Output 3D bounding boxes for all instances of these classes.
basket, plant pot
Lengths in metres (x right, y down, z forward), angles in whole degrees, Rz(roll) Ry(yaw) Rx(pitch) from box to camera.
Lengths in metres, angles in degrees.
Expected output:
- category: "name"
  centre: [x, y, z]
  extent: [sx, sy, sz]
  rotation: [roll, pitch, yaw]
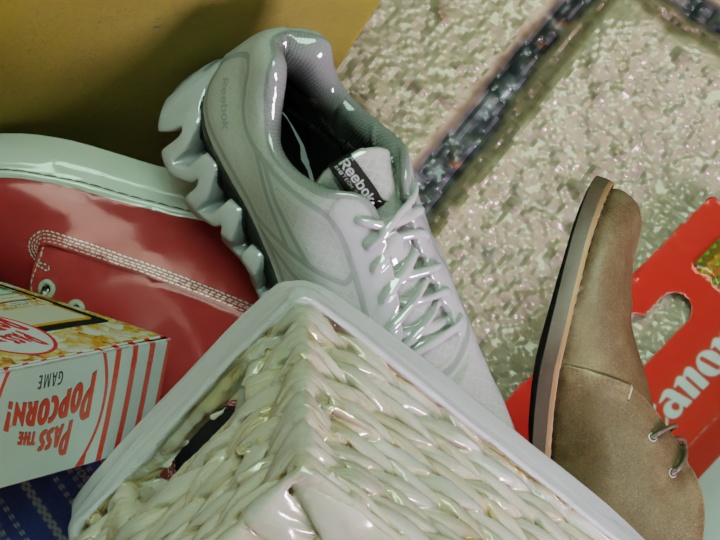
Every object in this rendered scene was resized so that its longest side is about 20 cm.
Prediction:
- category: "basket"
  centre: [0.008, 0.125, 0.833]
  extent: [0.200, 0.136, 0.124]
  rotation: [39, 20, -16]
- category: "plant pot"
  centre: [-0.093, -0.149, 0.988]
  extent: [0.176, 0.200, 0.201]
  rotation: [8, 62, -19]

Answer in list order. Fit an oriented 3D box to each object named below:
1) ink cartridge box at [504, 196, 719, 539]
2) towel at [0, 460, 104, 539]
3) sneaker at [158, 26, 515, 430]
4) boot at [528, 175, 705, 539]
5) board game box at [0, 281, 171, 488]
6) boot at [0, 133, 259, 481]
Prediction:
- category: "ink cartridge box"
  centre: [0.178, 0.071, 0.990]
  extent: [0.200, 0.050, 0.162]
  rotation: [43, 65, 9]
- category: "towel"
  centre: [-0.054, 0.096, 0.957]
  extent: [0.200, 0.024, 0.145]
  rotation: [-31, 71, -21]
- category: "sneaker"
  centre: [0.000, 0.000, 0.907]
  extent: [0.075, 0.081, 0.200]
  rotation: [-31, 87, -38]
- category: "boot"
  centre: [0.099, 0.065, 0.942]
  extent: [0.075, 0.074, 0.201]
  rotation: [6, 86, 9]
- category: "board game box"
  centre: [-0.192, 0.024, 0.870]
  extent: [0.199, 0.151, 0.047]
  rotation: [17, 102, 25]
- category: "boot"
  centre: [-0.108, 0.030, 0.942]
  extent: [0.199, 0.073, 0.145]
  rotation: [10, 59, 0]
